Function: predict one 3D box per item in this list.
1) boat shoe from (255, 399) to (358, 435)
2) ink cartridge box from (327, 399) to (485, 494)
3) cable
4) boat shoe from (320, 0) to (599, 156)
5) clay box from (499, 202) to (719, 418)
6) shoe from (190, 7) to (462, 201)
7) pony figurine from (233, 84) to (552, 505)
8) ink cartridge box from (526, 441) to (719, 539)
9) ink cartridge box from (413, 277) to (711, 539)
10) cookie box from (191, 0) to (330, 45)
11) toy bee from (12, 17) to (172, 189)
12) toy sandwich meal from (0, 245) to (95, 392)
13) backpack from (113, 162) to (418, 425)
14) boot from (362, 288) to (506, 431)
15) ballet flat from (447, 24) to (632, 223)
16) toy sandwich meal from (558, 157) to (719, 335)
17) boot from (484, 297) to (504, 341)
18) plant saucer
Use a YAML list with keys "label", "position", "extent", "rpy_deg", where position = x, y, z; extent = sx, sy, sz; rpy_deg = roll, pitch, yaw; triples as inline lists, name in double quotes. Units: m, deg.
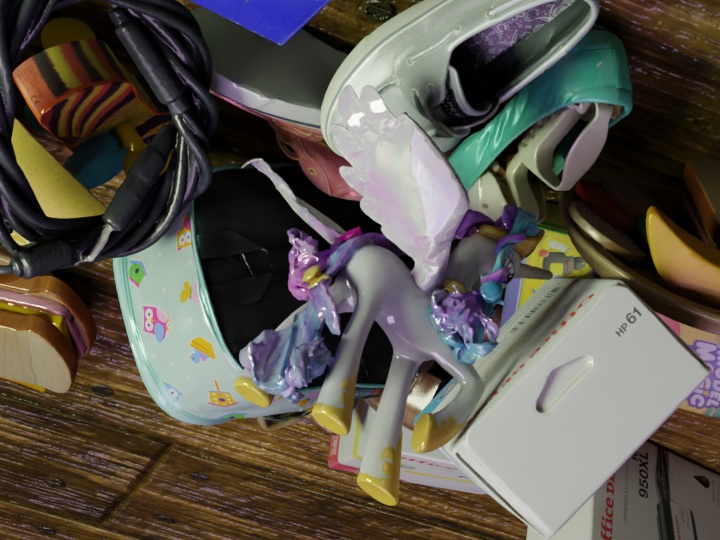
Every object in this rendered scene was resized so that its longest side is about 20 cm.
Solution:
- label: "boat shoe"
  position: [-0.069, 0.092, 1.386]
  extent: [0.072, 0.072, 0.200]
  rpy_deg: [21, 174, -40]
- label: "ink cartridge box"
  position: [0.065, 0.125, 1.390]
  extent: [0.145, 0.084, 0.200]
  rpy_deg: [12, 168, -10]
- label: "cable"
  position: [-0.153, -0.092, 1.002]
  extent: [0.163, 0.051, 0.200]
  rpy_deg: [-6, 115, -32]
- label: "boat shoe"
  position: [0.055, -0.119, 1.016]
  extent: [0.201, 0.072, 0.070]
  rpy_deg: [-36, 128, 25]
- label: "clay box"
  position: [0.202, 0.031, 1.216]
  extent: [0.200, 0.048, 0.115]
  rpy_deg: [14, 120, 15]
- label: "shoe"
  position: [-0.037, -0.100, 1.119]
  extent: [0.200, 0.072, 0.091]
  rpy_deg: [15, 143, -20]
- label: "pony figurine"
  position: [0.012, 0.007, 1.027]
  extent: [0.193, 0.200, 0.166]
  rpy_deg: [39, 155, -17]
- label: "ink cartridge box"
  position: [0.249, 0.237, 1.531]
  extent: [0.200, 0.145, 0.084]
  rpy_deg: [25, 144, -27]
- label: "ink cartridge box"
  position: [0.121, 0.081, 1.100]
  extent: [0.085, 0.145, 0.200]
  rpy_deg: [44, 177, -3]
- label: "cookie box"
  position: [-0.079, -0.225, 0.921]
  extent: [0.200, 0.075, 0.171]
  rpy_deg: [25, 145, -24]
- label: "toy bee"
  position: [-0.161, -0.108, 1.122]
  extent: [0.131, 0.109, 0.200]
  rpy_deg: [59, 170, -6]
- label: "toy sandwich meal"
  position: [-0.316, 0.044, 1.412]
  extent: [0.205, 0.070, 0.205]
  rpy_deg: [6, 149, 4]
- label: "backpack"
  position: [-0.077, 0.017, 1.167]
  extent: [0.153, 0.176, 0.200]
  rpy_deg: [-18, 172, 30]
- label: "boot"
  position: [0.000, 0.000, 1.275]
  extent: [0.200, 0.187, 0.064]
  rpy_deg: [28, -176, 23]
- label: "ballet flat"
  position: [0.106, -0.070, 1.103]
  extent: [0.067, 0.071, 0.200]
  rpy_deg: [7, 143, -28]
- label: "toy sandwich meal"
  position: [0.227, -0.027, 1.107]
  extent: [0.205, 0.205, 0.070]
  rpy_deg: [15, 117, -11]
- label: "boot"
  position: [0.124, 0.038, 1.316]
  extent: [0.200, 0.066, 0.175]
  rpy_deg: [15, 148, -7]
- label: "plant saucer"
  position: [-0.265, -0.083, 1.107]
  extent: [0.200, 0.048, 0.200]
  rpy_deg: [47, 163, -31]
